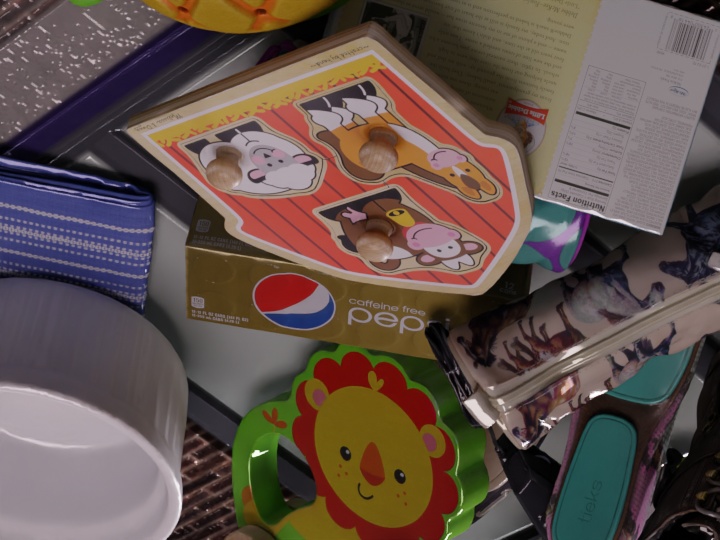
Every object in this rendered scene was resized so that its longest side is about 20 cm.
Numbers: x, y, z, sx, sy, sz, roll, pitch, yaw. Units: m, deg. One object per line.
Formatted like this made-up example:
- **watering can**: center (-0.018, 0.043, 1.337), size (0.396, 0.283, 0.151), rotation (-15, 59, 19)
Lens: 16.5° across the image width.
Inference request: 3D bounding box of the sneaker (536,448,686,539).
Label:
- **sneaker**: center (0.153, 0.163, 1.609), size (0.199, 0.072, 0.083), rotation (-25, 103, 34)

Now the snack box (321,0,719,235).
- **snack box**: center (0.078, -0.102, 1.285), size (0.199, 0.037, 0.117), rotation (17, 100, -4)

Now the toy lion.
- **toy lion**: center (-0.003, 0.127, 1.556), size (0.199, 0.069, 0.193), rotation (13, 115, 40)

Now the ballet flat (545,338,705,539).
- **ballet flat**: center (0.161, 0.080, 1.459), size (0.069, 0.201, 0.071), rotation (18, -175, 21)

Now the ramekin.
- **ramekin**: center (-0.203, 0.094, 1.558), size (0.199, 0.098, 0.201), rotation (6, 142, 4)

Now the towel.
- **towel**: center (-0.202, 0.000, 1.538), size (0.144, 0.024, 0.200), rotation (12, 141, -1)

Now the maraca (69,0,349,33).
- **maraca**: center (-0.085, -0.178, 1.235), size (0.199, 0.107, 0.138), rotation (2, 129, 14)

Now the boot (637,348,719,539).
- **boot**: center (0.227, 0.087, 1.395), size (0.069, 0.174, 0.200), rotation (34, 138, 0)

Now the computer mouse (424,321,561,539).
- **computer mouse**: center (0.090, 0.096, 1.459), size (0.034, 0.059, 0.200), rotation (-27, 132, 7)

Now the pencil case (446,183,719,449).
- **pencil case**: center (0.145, 0.025, 1.367), size (0.199, 0.089, 0.078), rotation (-29, 91, 3)

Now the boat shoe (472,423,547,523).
- **boat shoe**: center (0.069, 0.120, 1.587), size (0.063, 0.073, 0.200), rotation (-12, 153, -44)

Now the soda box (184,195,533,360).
- **soda box**: center (0.000, 0.000, 1.448), size (0.199, 0.064, 0.068), rotation (9, 139, 4)

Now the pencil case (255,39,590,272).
- **pencil case**: center (0.030, -0.063, 1.352), size (0.199, 0.085, 0.093), rotation (14, 108, -2)

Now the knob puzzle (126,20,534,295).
- **knob puzzle**: center (0.002, -0.036, 1.287), size (0.218, 0.031, 0.220), rotation (10, 148, 6)
